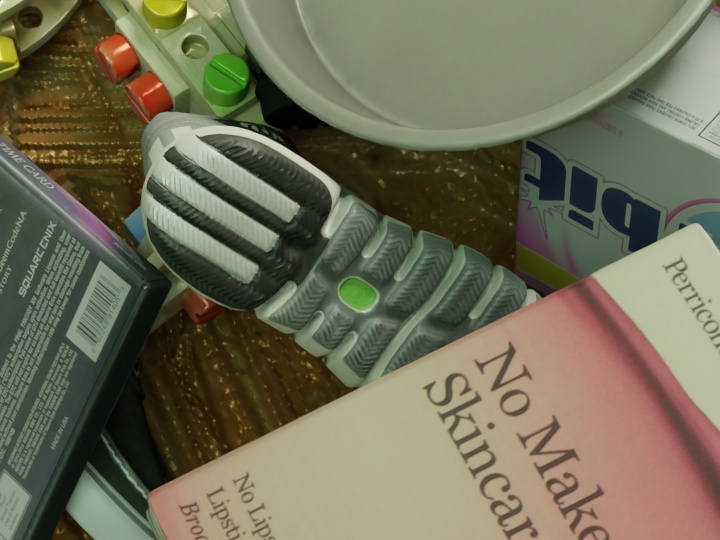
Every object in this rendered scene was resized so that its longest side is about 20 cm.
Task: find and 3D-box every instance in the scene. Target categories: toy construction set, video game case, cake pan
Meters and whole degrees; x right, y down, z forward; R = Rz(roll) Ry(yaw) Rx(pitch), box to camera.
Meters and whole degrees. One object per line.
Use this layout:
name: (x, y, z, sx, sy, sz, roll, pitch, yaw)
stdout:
toy construction set: (-0.095, -0.077, 0.848, 0.131, 0.092, 0.200, -34, 90, -18)
video game case: (-0.171, 0.007, 0.835, 0.200, 0.019, 0.143, 39, 115, 27)
cake pan: (0.046, -0.131, 0.725, 0.200, 0.037, 0.201, -8, 71, 24)

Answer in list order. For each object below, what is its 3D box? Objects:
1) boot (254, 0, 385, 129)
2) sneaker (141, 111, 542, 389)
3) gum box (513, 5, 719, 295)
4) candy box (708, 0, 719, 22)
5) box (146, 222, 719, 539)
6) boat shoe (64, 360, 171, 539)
boot: (0.030, -0.156, 0.818, 0.200, 0.076, 0.169, -19, 86, -16)
sneaker: (0.000, 0.000, 0.784, 0.200, 0.116, 0.075, 39, 95, -24)
gum box: (0.154, -0.009, 0.744, 0.200, 0.114, 0.066, 30, 55, 25)
candy box: (0.195, -0.066, 0.750, 0.055, 0.115, 0.200, -46, 109, -33)
box: (0.052, 0.097, 0.681, 0.200, 0.109, 0.128, -27, 63, -7)
boat shoe: (-0.123, 0.031, 0.861, 0.057, 0.069, 0.200, -37, 80, 7)
